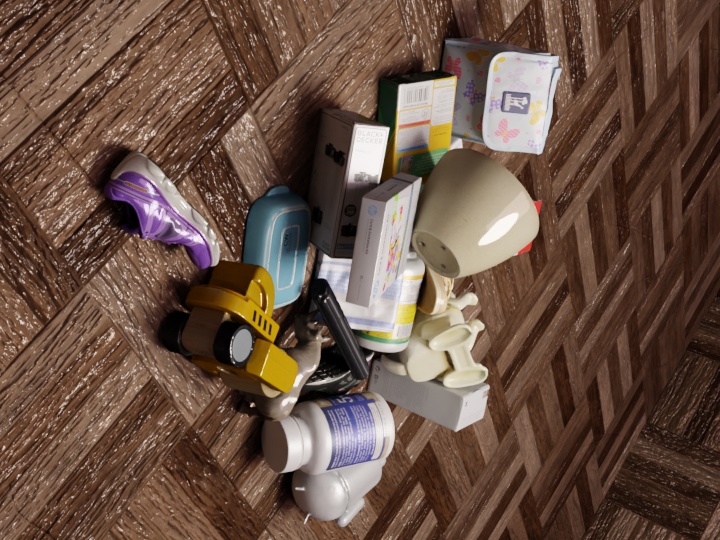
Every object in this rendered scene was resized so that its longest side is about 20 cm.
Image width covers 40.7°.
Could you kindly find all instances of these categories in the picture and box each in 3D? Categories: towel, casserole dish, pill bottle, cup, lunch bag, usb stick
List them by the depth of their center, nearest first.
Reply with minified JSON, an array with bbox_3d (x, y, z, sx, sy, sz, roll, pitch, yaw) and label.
[{"bbox_3d":[-0.120,-0.024,1.433,0.121,0.039,0.202,-17,120,-52],"label":"casserole dish"},{"bbox_3d":[-0.031,0.094,1.528,0.032,0.056,0.201,-23,128,3],"label":"usb stick"},{"bbox_3d":[0.163,-0.071,1.544,0.143,0.199,0.201,-46,141,-23],"label":"cup"},{"bbox_3d":[0.000,0.000,1.551,0.024,0.145,0.202,-115,-147,-73],"label":"towel"},{"bbox_3d":[-0.055,0.269,1.588,0.199,0.119,0.121,-5,113,-35],"label":"pill bottle"},{"bbox_3d":[0.046,0.025,1.633,0.112,0.112,0.202,-8,115,-54],"label":"pill bottle"},{"bbox_3d":[0.234,-0.300,1.648,0.127,0.199,0.171,-19,124,-50],"label":"lunch bag"}]

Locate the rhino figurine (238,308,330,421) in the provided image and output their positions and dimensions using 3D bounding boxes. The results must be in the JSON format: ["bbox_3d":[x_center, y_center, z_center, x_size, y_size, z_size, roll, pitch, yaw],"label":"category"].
[{"bbox_3d":[-0.108,0.145,1.496,0.201,0.087,0.060,-59,147,-18],"label":"rhino figurine"}]

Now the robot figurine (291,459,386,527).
[{"bbox_3d":[-0.041,0.358,1.690,0.199,0.112,0.171,-30,104,-44],"label":"robot figurine"}]

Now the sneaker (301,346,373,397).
[{"bbox_3d":[-0.050,0.186,1.623,0.199,0.075,0.088,-15,126,-52],"label":"sneaker"}]

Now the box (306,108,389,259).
[{"bbox_3d":[-0.025,-0.129,1.431,0.060,0.117,0.202,1,107,-28],"label":"box"}]

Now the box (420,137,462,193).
[{"bbox_3d":[0.142,-0.128,1.761,0.144,0.036,0.201,-45,139,-32],"label":"box"}]

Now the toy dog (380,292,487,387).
[{"bbox_3d":[0.133,0.111,1.751,0.140,0.193,0.201,56,17,-32],"label":"toy dog"}]

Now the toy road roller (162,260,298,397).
[{"bbox_3d":[-0.165,0.077,1.352,0.200,0.122,0.147,49,56,-53],"label":"toy road roller"}]

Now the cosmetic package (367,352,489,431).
[{"bbox_3d":[0.123,0.217,1.772,0.101,0.199,0.075,-11,117,-52],"label":"cosmetic package"}]

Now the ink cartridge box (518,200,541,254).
[{"bbox_3d":[0.285,-0.092,1.960,0.199,0.067,0.117,-10,116,-53],"label":"ink cartridge box"}]

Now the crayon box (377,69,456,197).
[{"bbox_3d":[0.088,-0.220,1.593,0.125,0.051,0.202,-16,121,-35],"label":"crayon box"}]

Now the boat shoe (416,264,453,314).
[{"bbox_3d":[0.128,0.020,1.682,0.069,0.200,0.074,10,112,-14],"label":"boat shoe"}]

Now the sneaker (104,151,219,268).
[{"bbox_3d":[-0.250,-0.064,1.209,0.083,0.081,0.200,-44,135,-7],"label":"sneaker"}]

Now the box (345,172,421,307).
[{"bbox_3d":[0.036,-0.050,1.424,0.200,0.041,0.157,-38,140,-67],"label":"box"}]
